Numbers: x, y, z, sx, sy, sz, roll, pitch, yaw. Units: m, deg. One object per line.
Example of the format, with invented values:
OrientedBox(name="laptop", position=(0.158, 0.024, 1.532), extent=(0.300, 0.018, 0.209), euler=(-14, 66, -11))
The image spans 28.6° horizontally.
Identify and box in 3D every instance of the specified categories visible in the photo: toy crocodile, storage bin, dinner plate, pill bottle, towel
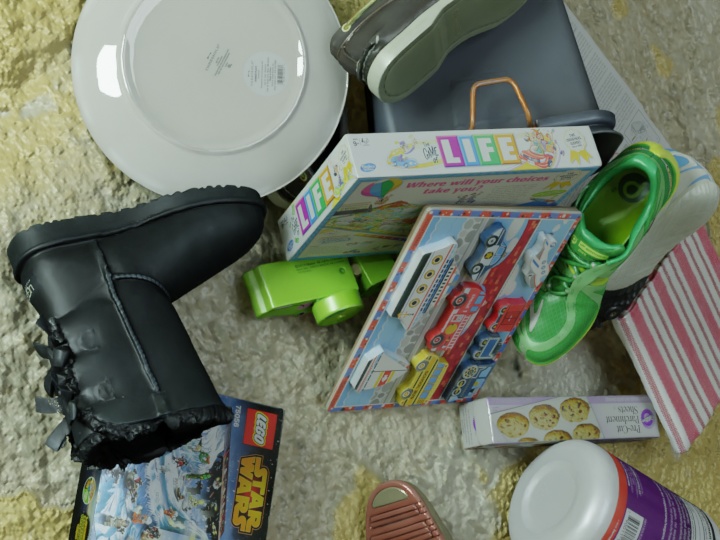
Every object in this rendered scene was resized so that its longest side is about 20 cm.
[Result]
OrientedBox(name="toy crocodile", position=(0.000, 0.000, 1.090), extent=(0.199, 0.062, 0.068), euler=(-17, 74, -31))
OrientedBox(name="storage bin", position=(0.088, -0.139, 1.100), extent=(0.199, 0.146, 0.135), euler=(-10, 77, -5))
OrientedBox(name="dinner plate", position=(-0.105, -0.147, 1.006), extent=(0.199, 0.024, 0.201), euler=(1, 85, -12))
OrientedBox(name="pill bottle", position=(0.227, 0.229, 1.188), extent=(0.200, 0.112, 0.113), euler=(32, 65, -29))
OrientedBox(name="towel", position=(0.297, 0.056, 1.297), extent=(0.200, 0.030, 0.147), euler=(-43, 111, -45))

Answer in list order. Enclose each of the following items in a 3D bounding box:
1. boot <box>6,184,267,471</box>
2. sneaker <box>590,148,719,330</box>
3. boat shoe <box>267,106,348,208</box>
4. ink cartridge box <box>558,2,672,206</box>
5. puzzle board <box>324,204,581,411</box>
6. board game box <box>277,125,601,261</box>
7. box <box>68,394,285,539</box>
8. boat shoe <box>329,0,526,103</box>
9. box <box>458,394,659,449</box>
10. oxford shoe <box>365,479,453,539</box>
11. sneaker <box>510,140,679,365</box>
OrientedBox(name="boot", position=(-0.130, 0.035, 0.942), extent=(0.198, 0.073, 0.163), euler=(-13, 65, -28))
OrientedBox(name="sneaker", position=(0.213, -0.019, 1.191), extent=(0.200, 0.073, 0.072), euler=(-43, 134, 11))
OrientedBox(name="boat shoe", position=(-0.044, -0.151, 1.069), extent=(0.071, 0.060, 0.202), euler=(-4, 85, -36))
OrientedBox(name="ink cartridge box", position=(0.187, -0.113, 1.252), extent=(0.200, 0.050, 0.162), euler=(50, 57, -22))
OrientedBox(name="puzzle board", position=(0.071, 0.033, 1.076), extent=(0.150, 0.200, 0.017), euler=(-1, 41, -37))
OrientedBox(name="board game box", position=(0.056, -0.055, 1.025), extent=(0.199, 0.134, 0.034), euler=(-4, 68, -28))
OrientedBox(name="box", position=(-0.131, 0.181, 0.977), extent=(0.137, 0.040, 0.201), euler=(17, 73, -32))
OrientedBox(name="boat shoe", position=(0.065, -0.203, 1.033), extent=(0.201, 0.072, 0.061), euler=(-39, 62, -23))
OrientedBox(name="box", position=(0.172, 0.129, 1.207), extent=(0.199, 0.039, 0.042), euler=(4, 75, -36))
OrientedBox(name="oxford shoe", position=(0.063, 0.250, 1.106), extent=(0.074, 0.071, 0.201), euler=(-31, 102, -61))
OrientedBox(name="sneaker", position=(0.174, -0.016, 1.113), extent=(0.200, 0.074, 0.084), euler=(-60, 163, 13))
